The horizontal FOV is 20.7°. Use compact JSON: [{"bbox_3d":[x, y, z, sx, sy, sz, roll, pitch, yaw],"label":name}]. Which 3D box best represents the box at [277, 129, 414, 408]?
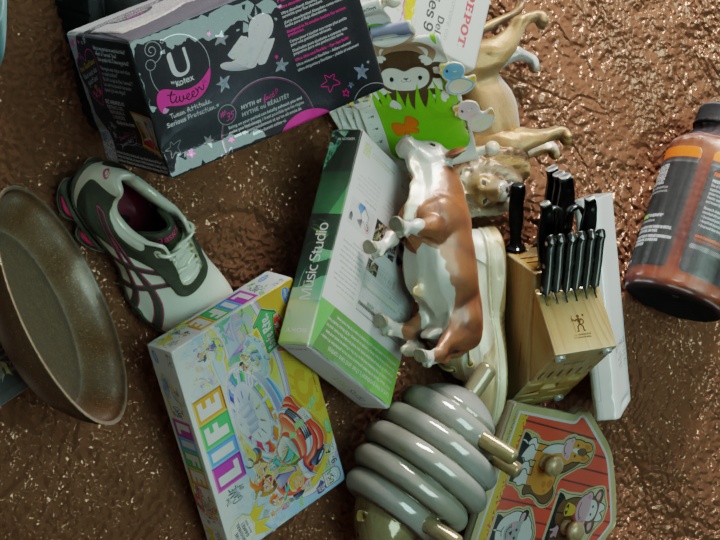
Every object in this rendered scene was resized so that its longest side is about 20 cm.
[{"bbox_3d":[0.000,0.000,1.686,0.144,0.036,0.201,42,55,-50],"label":"box"}]

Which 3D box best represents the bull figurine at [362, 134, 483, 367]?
[{"bbox_3d":[0.058,-0.015,1.687,0.121,0.065,0.201,-26,106,-47],"label":"bull figurine"}]

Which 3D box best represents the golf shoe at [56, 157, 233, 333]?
[{"bbox_3d":[-0.162,-0.009,1.604,0.200,0.088,0.077,46,66,-25],"label":"golf shoe"}]

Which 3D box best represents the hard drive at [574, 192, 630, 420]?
[{"bbox_3d":[0.227,0.031,1.835,0.026,0.132,0.201,-5,93,13],"label":"hard drive"}]

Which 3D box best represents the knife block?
[{"bbox_3d":[0.163,0.012,1.782,0.064,0.200,0.176,-7,68,-20],"label":"knife block"}]

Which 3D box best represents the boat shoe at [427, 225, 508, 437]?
[{"bbox_3d":[0.094,0.060,1.780,0.069,0.074,0.201,-2,95,-9],"label":"boat shoe"}]

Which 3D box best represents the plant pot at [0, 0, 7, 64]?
[{"bbox_3d":[-0.347,-0.231,1.424,0.195,0.200,0.197,3,88,-31],"label":"plant pot"}]

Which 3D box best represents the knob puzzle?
[{"bbox_3d":[0.181,0.223,1.820,0.219,0.030,0.221,-15,113,-40],"label":"knob puzzle"}]

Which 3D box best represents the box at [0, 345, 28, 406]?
[{"bbox_3d":[-0.353,0.059,1.505,0.200,0.048,0.159,-36,109,-28],"label":"box"}]

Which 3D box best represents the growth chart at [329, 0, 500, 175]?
[{"bbox_3d":[0.026,-0.155,1.690,0.200,0.144,0.018,55,27,-34],"label":"growth chart"}]

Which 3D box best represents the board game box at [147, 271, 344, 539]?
[{"bbox_3d":[-0.092,0.120,1.642,0.134,0.034,0.201,-32,120,-33],"label":"board game box"}]

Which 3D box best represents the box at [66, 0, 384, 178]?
[{"bbox_3d":[-0.107,-0.167,1.540,0.199,0.132,0.115,-25,111,-25],"label":"box"}]

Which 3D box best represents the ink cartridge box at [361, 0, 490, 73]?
[{"bbox_3d":[0.016,-0.268,1.714,0.199,0.087,0.146,25,71,-31],"label":"ink cartridge box"}]

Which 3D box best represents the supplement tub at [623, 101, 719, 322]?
[{"bbox_3d":[0.332,-0.059,1.902,0.107,0.107,0.201,27,76,-29],"label":"supplement tub"}]

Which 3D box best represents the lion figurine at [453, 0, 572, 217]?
[{"bbox_3d":[0.122,-0.150,1.802,0.122,0.072,0.201,-11,81,-17],"label":"lion figurine"}]

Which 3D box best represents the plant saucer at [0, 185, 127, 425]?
[{"bbox_3d":[-0.244,0.033,1.521,0.037,0.200,0.201,-23,105,11],"label":"plant saucer"}]

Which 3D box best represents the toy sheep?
[{"bbox_3d":[0.062,0.168,1.717,0.138,0.138,0.200,43,74,-24],"label":"toy sheep"}]

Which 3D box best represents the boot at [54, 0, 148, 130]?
[{"bbox_3d":[-0.162,-0.216,1.614,0.162,0.073,0.199,-18,106,-29],"label":"boot"}]
